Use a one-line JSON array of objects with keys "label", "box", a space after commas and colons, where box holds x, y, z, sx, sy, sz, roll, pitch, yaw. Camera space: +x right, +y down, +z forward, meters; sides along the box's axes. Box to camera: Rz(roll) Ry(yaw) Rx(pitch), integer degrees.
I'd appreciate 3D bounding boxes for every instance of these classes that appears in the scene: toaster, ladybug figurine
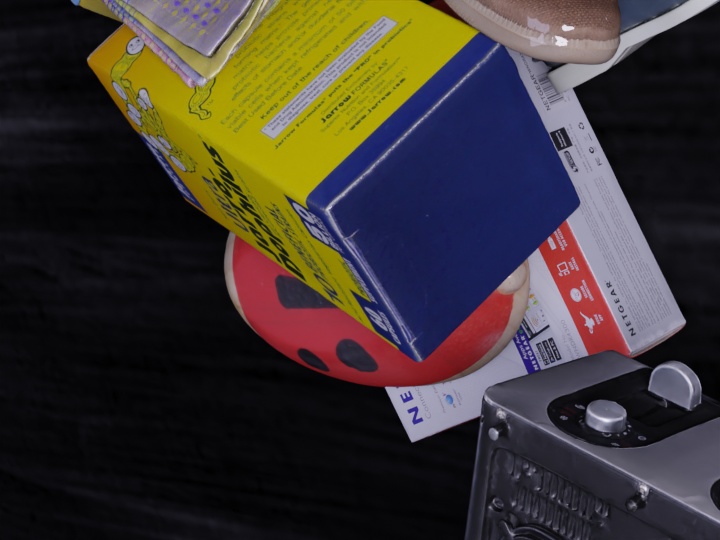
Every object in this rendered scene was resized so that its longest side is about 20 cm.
[{"label": "toaster", "box": [0.137, 0.152, 0.814, 0.181, 0.119, 0.200, 26, 122, 38]}, {"label": "ladybug figurine", "box": [0.000, 0.000, 0.991, 0.200, 0.072, 0.136, -2, 107, 47]}]

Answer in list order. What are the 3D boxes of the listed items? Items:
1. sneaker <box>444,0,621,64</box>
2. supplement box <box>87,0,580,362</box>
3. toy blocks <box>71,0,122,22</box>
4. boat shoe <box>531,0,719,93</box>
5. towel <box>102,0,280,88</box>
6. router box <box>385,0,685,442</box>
[{"label": "sneaker", "box": [0.062, -0.168, 0.838, 0.200, 0.070, 0.076, -116, 33, -44]}, {"label": "supplement box", "box": [-0.015, -0.065, 0.897, 0.200, 0.110, 0.109, 34, 163, 45]}, {"label": "toy blocks", "box": [-0.099, -0.172, 1.039, 0.200, 0.137, 0.100, 53, 138, 15]}, {"label": "boat shoe", "box": [0.137, -0.144, 0.857, 0.062, 0.075, 0.200, 54, 148, -4]}, {"label": "towel", "box": [-0.081, -0.185, 0.903, 0.144, 0.023, 0.200, -49, 55, 4]}, {"label": "router box", "box": [0.053, -0.027, 1.015, 0.179, 0.049, 0.200, -29, 87, 49]}]
